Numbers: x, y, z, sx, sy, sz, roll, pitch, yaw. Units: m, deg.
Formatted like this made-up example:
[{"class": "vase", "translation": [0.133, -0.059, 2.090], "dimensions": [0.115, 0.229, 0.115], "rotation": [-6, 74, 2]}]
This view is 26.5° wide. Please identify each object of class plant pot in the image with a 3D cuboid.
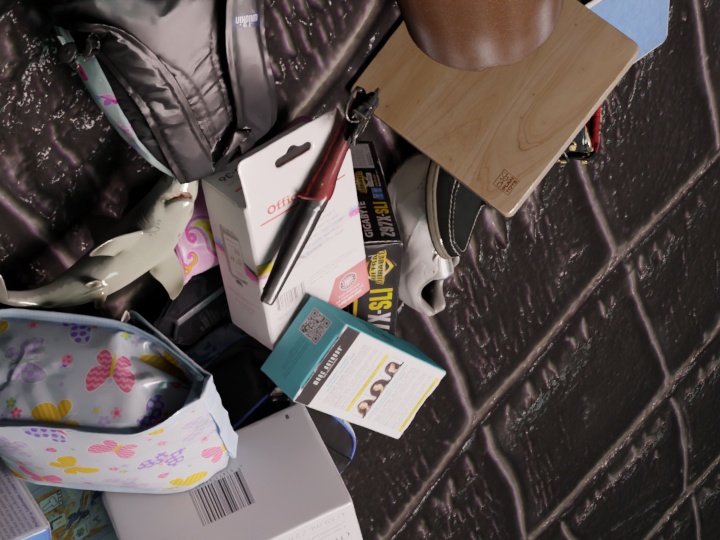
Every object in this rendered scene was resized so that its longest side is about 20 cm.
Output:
[{"class": "plant pot", "translation": [0.097, -0.291, 1.333], "dimensions": [0.200, 0.200, 0.199], "rotation": [-44, 153, -11]}]

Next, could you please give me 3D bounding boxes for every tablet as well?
[{"class": "tablet", "translation": [0.277, -0.264, 1.712], "dimensions": [0.200, 0.014, 0.131], "rotation": [-36, 143, -24]}]

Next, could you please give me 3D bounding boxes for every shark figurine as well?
[{"class": "shark figurine", "translation": [-0.232, -0.016, 1.280], "dimensions": [0.214, 0.090, 0.129], "rotation": [-27, 142, -16]}]

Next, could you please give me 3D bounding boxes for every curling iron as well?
[{"class": "curling iron", "translation": [-0.037, -0.063, 1.256], "dimensions": [0.201, 0.025, 0.050], "rotation": [-62, 176, 9]}]

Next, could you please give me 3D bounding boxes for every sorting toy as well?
[{"class": "sorting toy", "translation": [0.130, -0.183, 1.466], "dimensions": [0.200, 0.198, 0.070], "rotation": [-51, 166, 1]}]

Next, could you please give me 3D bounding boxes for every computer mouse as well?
[{"class": "computer mouse", "translation": [-0.151, 0.018, 1.429], "dimensions": [0.200, 0.053, 0.139], "rotation": [-36, 163, -13]}]

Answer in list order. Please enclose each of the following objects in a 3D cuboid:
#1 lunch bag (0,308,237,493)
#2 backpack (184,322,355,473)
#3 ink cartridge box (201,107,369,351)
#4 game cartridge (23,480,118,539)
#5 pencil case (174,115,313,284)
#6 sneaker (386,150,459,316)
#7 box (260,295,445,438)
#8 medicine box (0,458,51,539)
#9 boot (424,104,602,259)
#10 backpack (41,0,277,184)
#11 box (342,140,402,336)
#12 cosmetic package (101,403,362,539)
[{"class": "lunch bag", "translation": [-0.208, 0.112, 1.287], "dimensions": [0.170, 0.198, 0.128], "rotation": [78, 19, -65]}, {"class": "backpack", "translation": [-0.111, 0.156, 1.510], "dimensions": [0.183, 0.147, 0.200], "rotation": [-42, 141, 9]}, {"class": "ink cartridge box", "translation": [-0.065, -0.045, 1.318], "dimensions": [0.116, 0.067, 0.201], "rotation": [-32, 135, -28]}, {"class": "game cartridge", "translation": [-0.278, 0.220, 1.486], "dimensions": [0.133, 0.042, 0.201], "rotation": [-26, 138, -27]}, {"class": "pencil case", "translation": [-0.107, -0.063, 1.384], "dimensions": [0.199, 0.087, 0.088], "rotation": [-32, 141, -29]}, {"class": "sneaker", "translation": [0.073, -0.041, 1.611], "dimensions": [0.074, 0.087, 0.201], "rotation": [-25, 136, -31]}, {"class": "box", "translation": [-0.003, 0.092, 1.393], "dimensions": [0.082, 0.049, 0.200], "rotation": [-54, 147, 4]}, {"class": "medicine box", "translation": [-0.378, 0.292, 1.357], "dimensions": [0.199, 0.103, 0.183], "rotation": [-22, 136, -27]}, {"class": "boot", "translation": [0.152, -0.108, 1.520], "dimensions": [0.073, 0.153, 0.205], "rotation": [44, 54, -56]}, {"class": "backpack", "translation": [-0.146, -0.173, 1.192], "dimensions": [0.166, 0.127, 0.201], "rotation": [-29, 132, -8]}, {"class": "box", "translation": [0.000, 0.000, 1.501], "dimensions": [0.049, 0.160, 0.201], "rotation": [-5, 132, -10]}, {"class": "cosmetic package", "translation": [-0.105, 0.257, 1.402], "dimensions": [0.198, 0.123, 0.201], "rotation": [-24, 144, -8]}]
